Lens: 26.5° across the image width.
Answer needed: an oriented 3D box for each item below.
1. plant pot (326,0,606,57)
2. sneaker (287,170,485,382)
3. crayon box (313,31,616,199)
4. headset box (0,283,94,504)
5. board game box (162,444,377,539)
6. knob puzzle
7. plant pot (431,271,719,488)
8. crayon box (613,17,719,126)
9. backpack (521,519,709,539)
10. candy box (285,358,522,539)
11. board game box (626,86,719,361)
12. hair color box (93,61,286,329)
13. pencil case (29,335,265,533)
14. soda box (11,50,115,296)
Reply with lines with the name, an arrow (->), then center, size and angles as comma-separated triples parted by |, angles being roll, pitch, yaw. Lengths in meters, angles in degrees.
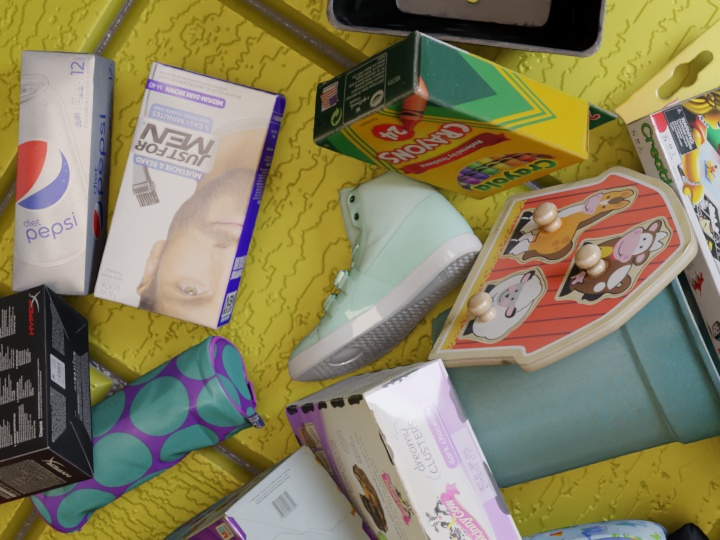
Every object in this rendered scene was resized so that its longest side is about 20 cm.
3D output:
plant pot -> 0.091, -0.268, 1.177 | 0.199, 0.177, 0.200 | 7, 94, 4
sneaker -> 0.000, 0.000, 1.261 | 0.200, 0.074, 0.118 | -41, 64, 20
crayon box -> 0.082, -0.108, 1.156 | 0.200, 0.127, 0.051 | 15, 68, -33
headset box -> -0.323, 0.116, 1.240 | 0.200, 0.077, 0.149 | -18, 57, 15
board game box -> -0.096, 0.237, 1.206 | 0.103, 0.105, 0.200 | 53, 135, 0
knob puzzle -> 0.152, -0.011, 1.112 | 0.220, 0.220, 0.030 | -36, 118, 6
plant pot -> 0.172, 0.067, 1.189 | 0.196, 0.200, 0.200 | -22, 91, 13
crayon box -> 0.313, -0.094, 1.229 | 0.127, 0.051, 0.200 | -40, 90, 5
backpack -> 0.185, 0.262, 1.217 | 0.200, 0.163, 0.154 | -29, 82, 12
candy box -> 0.031, 0.164, 1.189 | 0.072, 0.200, 0.168 | -24, 91, -21
board game box -> 0.293, -0.041, 1.162 | 0.126, 0.035, 0.200 | -23, 91, -27
hair color box -> -0.140, -0.062, 1.265 | 0.109, 0.065, 0.200 | 15, 96, 3
pencil case -> -0.180, 0.138, 1.267 | 0.200, 0.085, 0.092 | -30, 135, 7
soda box -> -0.247, -0.080, 1.270 | 0.063, 0.068, 0.200 | 4, 94, 5
